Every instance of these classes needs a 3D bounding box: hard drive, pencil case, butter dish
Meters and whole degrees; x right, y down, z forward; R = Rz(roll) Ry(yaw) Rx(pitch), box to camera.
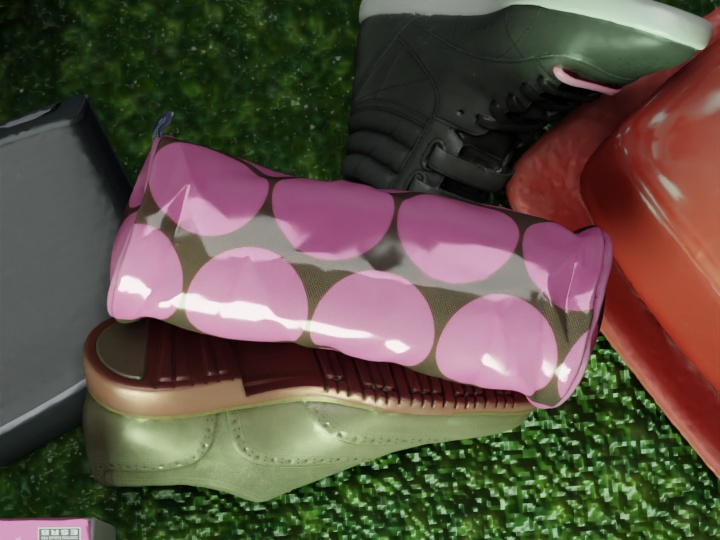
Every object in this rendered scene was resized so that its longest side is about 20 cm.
[{"bbox_3d":[-0.179,0.020,1.272,0.199,0.042,0.136,-27,87,-6],"label":"hard drive"},{"bbox_3d":[0.000,0.000,1.216,0.199,0.094,0.091,14,77,1],"label":"pencil case"},{"bbox_3d":[0.189,-0.036,1.235,0.199,0.148,0.200,-35,75,-9],"label":"butter dish"}]

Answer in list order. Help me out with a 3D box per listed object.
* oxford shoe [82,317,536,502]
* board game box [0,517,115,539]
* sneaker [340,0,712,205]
[{"bbox_3d":[-0.021,0.058,1.264,0.198,0.075,0.071,2,36,-11],"label":"oxford shoe"},{"bbox_3d":[-0.174,0.201,1.204,0.146,0.064,0.202,-1,83,1],"label":"board game box"},{"bbox_3d":[0.066,-0.065,1.249,0.070,0.199,0.100,17,80,-39],"label":"sneaker"}]
